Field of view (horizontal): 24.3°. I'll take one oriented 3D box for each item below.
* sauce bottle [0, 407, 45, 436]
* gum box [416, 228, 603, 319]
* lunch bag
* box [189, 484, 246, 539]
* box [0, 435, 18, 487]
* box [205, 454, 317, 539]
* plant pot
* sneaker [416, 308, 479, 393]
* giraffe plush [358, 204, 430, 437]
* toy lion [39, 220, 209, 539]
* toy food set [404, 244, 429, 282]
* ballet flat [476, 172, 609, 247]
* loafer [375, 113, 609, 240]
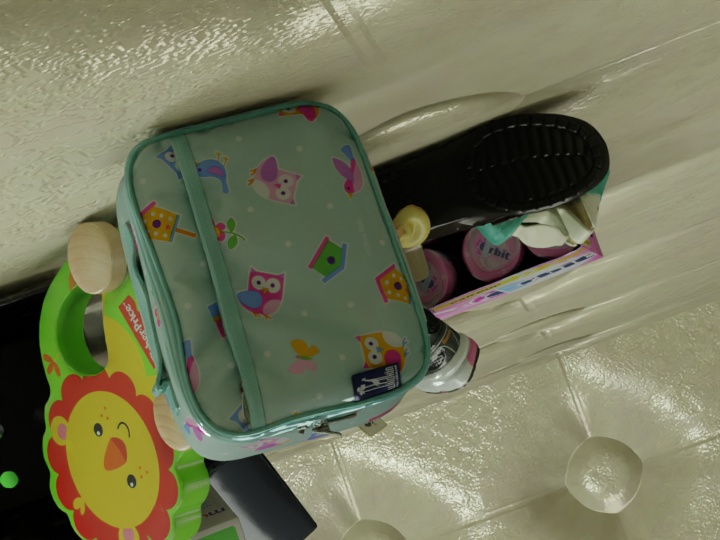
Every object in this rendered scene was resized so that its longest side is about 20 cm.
[{"bbox_3d":[-0.277,0.152,1.486,0.066,0.066,0.200,-22,149,12],"label":"sauce bottle"},{"bbox_3d":[0.133,-0.014,1.612,0.200,0.066,0.113,-22,171,15],"label":"gum box"},{"bbox_3d":[-0.056,0.008,0.980,0.160,0.201,0.077,-13,167,-22],"label":"lunch bag"},{"bbox_3d":[-0.192,0.244,1.295,0.200,0.097,0.176,-19,-166,-13],"label":"box"},{"bbox_3d":[-0.344,0.201,1.666,0.200,0.097,0.176,-21,175,35],"label":"box"},{"bbox_3d":[-0.150,0.171,1.517,0.104,0.200,0.148,-38,133,-6],"label":"box"},{"bbox_3d":[-0.285,0.130,1.278,0.199,0.200,0.177,-18,-177,-7],"label":"plant pot"},{"bbox_3d":[0.014,0.064,1.563,0.200,0.080,0.086,-11,134,39],"label":"sneaker"},{"bbox_3d":[-0.041,0.008,1.186,0.173,0.200,0.162,-52,169,-44],"label":"giraffe plush"},{"bbox_3d":[-0.162,0.091,1.139,0.069,0.200,0.192,-10,152,-49],"label":"toy lion"},{"bbox_3d":[0.000,0.000,1.453,0.143,0.061,0.200,-18,171,-7],"label":"toy food set"},{"bbox_3d":[0.165,-0.050,1.457,0.200,0.071,0.067,-9,152,-49],"label":"ballet flat"},{"bbox_3d":[0.088,-0.068,1.256,0.199,0.073,0.071,-13,177,9],"label":"loafer"}]
